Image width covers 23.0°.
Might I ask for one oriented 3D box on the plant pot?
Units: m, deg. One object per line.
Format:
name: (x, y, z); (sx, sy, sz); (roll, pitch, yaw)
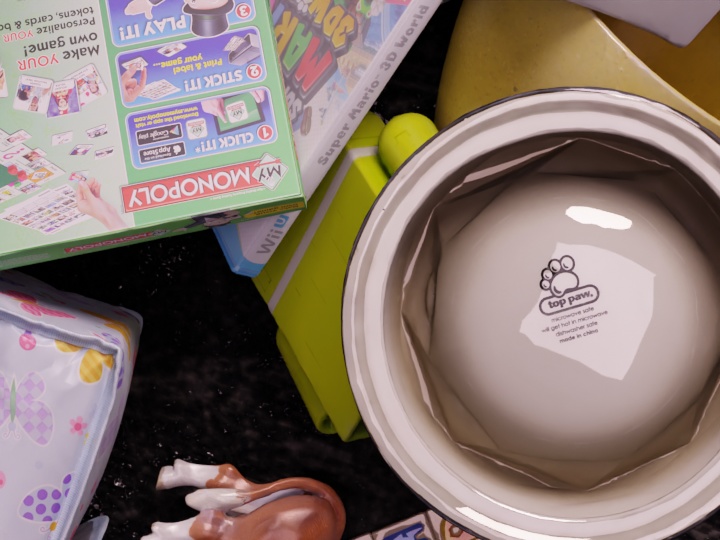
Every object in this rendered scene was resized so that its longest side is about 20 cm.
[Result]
plant pot: (0.117, -0.083, 0.911); (0.200, 0.200, 0.142); (41, 119, -3)

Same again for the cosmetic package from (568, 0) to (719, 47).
cosmetic package: (0.101, -0.212, 0.834); (0.081, 0.112, 0.201); (-48, 48, 29)

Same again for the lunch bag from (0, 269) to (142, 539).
lunch bag: (-0.190, 0.109, 0.921); (0.126, 0.170, 0.202); (21, 92, -5)

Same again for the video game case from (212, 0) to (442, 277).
video game case: (-0.032, -0.117, 0.896); (0.018, 0.144, 0.201); (13, 124, -37)

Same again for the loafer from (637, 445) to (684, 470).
loafer: (0.116, 0.068, 0.919); (0.075, 0.200, 0.070); (-35, 122, -5)

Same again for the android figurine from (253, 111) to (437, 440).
android figurine: (0.000, 0.000, 0.916); (0.041, 0.183, 0.201); (-7, 51, -34)

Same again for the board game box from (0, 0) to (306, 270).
board game box: (-0.135, -0.077, 0.856); (0.198, 0.029, 0.136); (-11, 79, 0)

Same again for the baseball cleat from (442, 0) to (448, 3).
baseball cleat: (0.036, -0.243, 0.927); (0.069, 0.106, 0.202); (-8, 92, 5)

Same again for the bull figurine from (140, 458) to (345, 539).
bull figurine: (-0.075, 0.203, 0.977); (0.120, 0.065, 0.202); (16, 93, -4)

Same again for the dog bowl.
dog bowl: (0.093, 0.022, 0.786); (0.198, 0.074, 0.203); (0, 93, 7)

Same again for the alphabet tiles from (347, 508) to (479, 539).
alphabet tiles: (0.067, 0.214, 1.008); (0.198, 0.006, 0.168); (-21, 94, 2)
